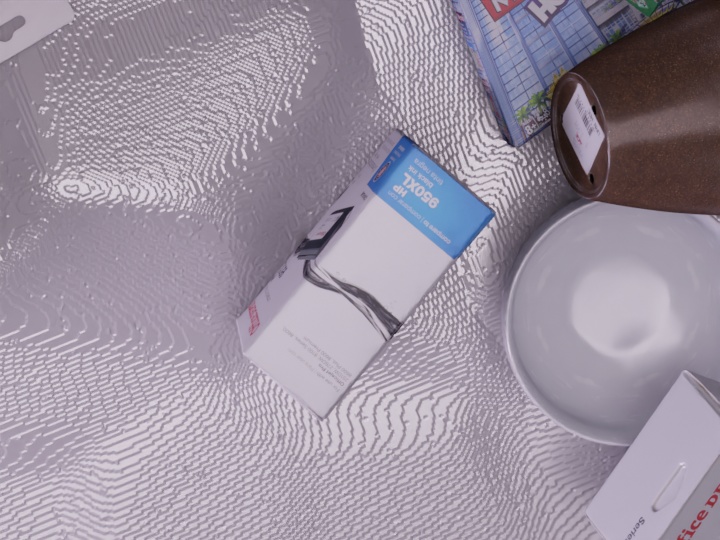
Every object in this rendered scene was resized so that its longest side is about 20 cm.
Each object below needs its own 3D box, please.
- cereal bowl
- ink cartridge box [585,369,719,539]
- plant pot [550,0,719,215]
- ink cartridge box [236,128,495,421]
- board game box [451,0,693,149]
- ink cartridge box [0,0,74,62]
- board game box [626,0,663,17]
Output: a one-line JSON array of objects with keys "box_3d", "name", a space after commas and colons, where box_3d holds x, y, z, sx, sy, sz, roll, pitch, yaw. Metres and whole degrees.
[{"box_3d": [0.204, 0.032, 1.672, 0.199, 0.083, 0.201, -1, 99, -5], "name": "cereal bowl"}, {"box_3d": [0.294, 0.175, 1.652, 0.199, 0.084, 0.146, 21, 109, -37], "name": "ink cartridge box"}, {"box_3d": [0.247, -0.117, 1.576, 0.199, 0.187, 0.188, -12, 101, -19], "name": "plant pot"}, {"box_3d": [0.000, 0.000, 1.615, 0.084, 0.145, 0.200, 39, 93, -9], "name": "ink cartridge box"}, {"box_3d": [0.139, -0.233, 1.634, 0.200, 0.062, 0.200, -36, 102, 1], "name": "board game box"}, {"box_3d": [-0.306, -0.244, 1.585, 0.115, 0.068, 0.201, -30, 101, 0], "name": "ink cartridge box"}, {"box_3d": [0.175, -0.297, 1.591, 0.200, 0.029, 0.135, 39, 72, 7], "name": "board game box"}]
